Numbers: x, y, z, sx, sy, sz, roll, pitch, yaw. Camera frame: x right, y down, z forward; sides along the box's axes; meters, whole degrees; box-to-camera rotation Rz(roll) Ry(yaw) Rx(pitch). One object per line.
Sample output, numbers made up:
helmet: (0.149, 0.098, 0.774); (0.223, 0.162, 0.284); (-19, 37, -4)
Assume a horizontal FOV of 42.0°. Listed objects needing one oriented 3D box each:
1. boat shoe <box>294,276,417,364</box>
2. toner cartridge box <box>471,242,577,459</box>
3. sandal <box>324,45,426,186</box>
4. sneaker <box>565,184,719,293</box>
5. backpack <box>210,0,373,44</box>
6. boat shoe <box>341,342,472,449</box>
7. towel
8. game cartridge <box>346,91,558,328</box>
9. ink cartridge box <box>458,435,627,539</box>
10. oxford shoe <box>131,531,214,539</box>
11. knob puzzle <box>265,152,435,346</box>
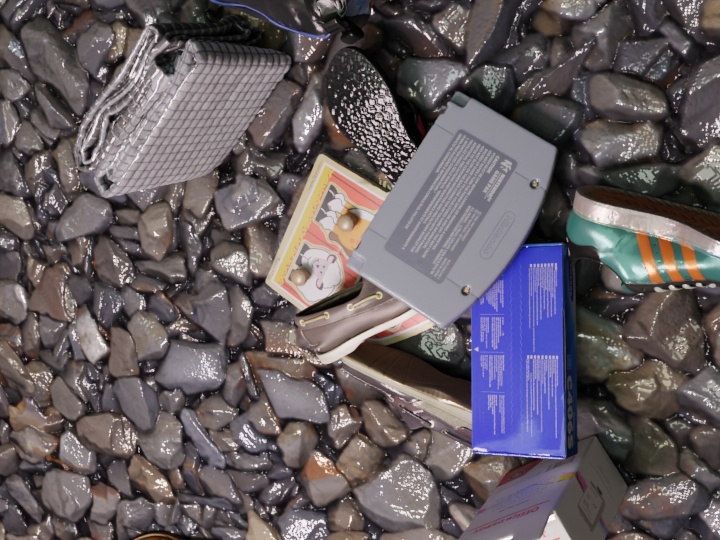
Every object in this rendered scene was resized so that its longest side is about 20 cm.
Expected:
boat shoe: (0.019, 0.024, 0.954); (0.200, 0.072, 0.060); (-33, 103, 28)
toner cartridge box: (0.157, 0.076, 0.905); (0.095, 0.043, 0.201); (-1, 86, 28)
sandal: (0.034, -0.137, 0.947); (0.075, 0.045, 0.200); (-27, 106, 37)
sneaker: (0.280, -0.012, 0.836); (0.200, 0.071, 0.080); (21, 119, 27)
backpack: (-0.052, -0.329, 0.865); (0.200, 0.154, 0.191); (22, 123, 14)
boat shoe: (0.066, 0.138, 0.992); (0.200, 0.072, 0.065); (21, 113, 12)
towel: (-0.190, -0.176, 0.980); (0.086, 0.165, 0.200); (49, 121, 13)
game cartridge: (0.093, -0.053, 0.888); (0.133, 0.040, 0.200); (33, 90, 16)
ink cartridge box: (0.169, 0.245, 0.895); (0.116, 0.200, 0.068); (-32, 89, 32)
oxford shoe: (-0.266, 0.397, 1.257); (0.200, 0.071, 0.072); (-11, 102, 32)
knob puzzle: (0.000, 0.000, 1.010); (0.219, 0.030, 0.220); (9, 109, 26)
